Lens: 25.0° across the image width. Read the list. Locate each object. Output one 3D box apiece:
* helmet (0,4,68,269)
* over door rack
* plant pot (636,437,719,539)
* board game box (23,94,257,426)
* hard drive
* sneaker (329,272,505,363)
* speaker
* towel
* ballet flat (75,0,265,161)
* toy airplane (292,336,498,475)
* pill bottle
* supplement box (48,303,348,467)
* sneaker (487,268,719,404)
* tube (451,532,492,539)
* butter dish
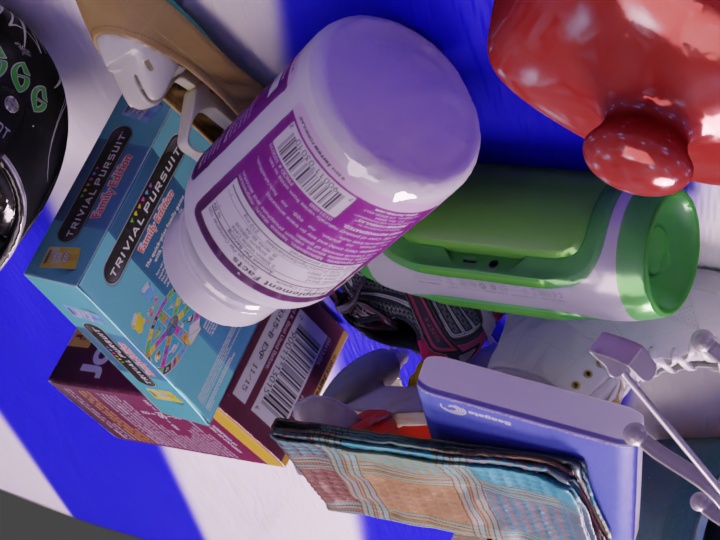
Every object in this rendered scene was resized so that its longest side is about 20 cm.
[{"bbox_3d":[-0.285,-0.089,1.039,0.200,0.191,0.200,-4,129,-5],"label":"helmet"},{"bbox_3d":[0.199,0.034,0.880,0.067,0.148,0.200,28,164,42],"label":"over door rack"},{"bbox_3d":[0.255,0.202,1.175,0.200,0.200,0.196,34,163,-23],"label":"plant pot"},{"bbox_3d":[-0.132,-0.006,1.123,0.047,0.151,0.200,11,154,29],"label":"board game box"},{"bbox_3d":[0.110,0.120,1.021,0.132,0.025,0.200,14,156,16],"label":"hard drive"},{"bbox_3d":[0.000,0.000,1.085,0.200,0.075,0.081,26,163,31],"label":"sneaker"},{"bbox_3d":[0.092,-0.020,0.956,0.200,0.088,0.088,7,152,35],"label":"speaker"},{"bbox_3d":[0.054,0.141,1.036,0.200,0.022,0.147,6,153,21],"label":"towel"},{"bbox_3d":[-0.103,-0.109,0.981,0.200,0.063,0.069,37,156,-28],"label":"ballet flat"},{"bbox_3d":[0.040,0.090,1.181,0.200,0.141,0.199,-4,179,19],"label":"toy airplane"},{"bbox_3d":[-0.031,-0.046,0.921,0.112,0.112,0.200,32,139,-18],"label":"pill bottle"},{"bbox_3d":[-0.132,0.070,1.321,0.200,0.131,0.103,3,148,40],"label":"supplement box"},{"bbox_3d":[0.179,0.057,1.005,0.200,0.116,0.074,11,153,25],"label":"sneaker"},{"bbox_3d":[0.102,0.194,1.272,0.058,0.200,0.052,32,158,-17],"label":"tube"},{"bbox_3d":[0.133,-0.098,0.665,0.199,0.148,0.200,27,158,-5],"label":"butter dish"}]
